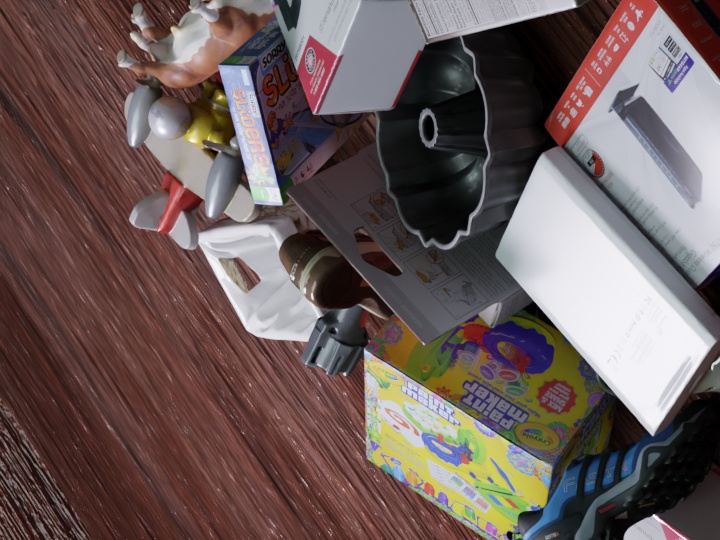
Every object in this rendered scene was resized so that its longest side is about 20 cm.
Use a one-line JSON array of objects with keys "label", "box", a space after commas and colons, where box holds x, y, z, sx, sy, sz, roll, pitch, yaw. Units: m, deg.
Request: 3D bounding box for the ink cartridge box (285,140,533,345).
[{"label": "ink cartridge box", "box": [0.058, -0.031, 1.458, 0.200, 0.175, 0.045, 48, 151, 24]}]

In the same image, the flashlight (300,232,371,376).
[{"label": "flashlight", "box": [0.015, 0.008, 1.597, 0.067, 0.068, 0.202, 26, 112, 1]}]

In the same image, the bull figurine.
[{"label": "bull figurine", "box": [-0.145, -0.239, 1.624, 0.199, 0.121, 0.066, -32, 56, 35]}]

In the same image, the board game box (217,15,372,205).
[{"label": "board game box", "box": [-0.049, -0.167, 1.491, 0.034, 0.200, 0.137, 5, 126, 30]}]

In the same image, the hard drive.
[{"label": "hard drive", "box": [0.193, 0.016, 1.304, 0.200, 0.027, 0.133, 50, 146, 22]}]

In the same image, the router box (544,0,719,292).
[{"label": "router box", "box": [0.235, -0.099, 1.213, 0.180, 0.049, 0.200, 54, 153, 14]}]

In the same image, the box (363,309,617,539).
[{"label": "box", "box": [0.116, 0.133, 1.513, 0.199, 0.122, 0.194, 31, 151, 21]}]

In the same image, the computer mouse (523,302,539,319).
[{"label": "computer mouse", "box": [0.120, 0.047, 1.575, 0.140, 0.046, 0.201, 24, 147, 39]}]

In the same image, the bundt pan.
[{"label": "bundt pan", "box": [0.087, -0.121, 1.385, 0.201, 0.075, 0.205, 27, 120, 59]}]

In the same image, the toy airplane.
[{"label": "toy airplane", "box": [-0.179, -0.127, 1.733, 0.198, 0.202, 0.141, -12, 150, 28]}]

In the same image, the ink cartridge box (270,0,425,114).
[{"label": "ink cartridge box", "box": [-0.016, -0.254, 1.386, 0.146, 0.082, 0.202, 117, 139, -51]}]

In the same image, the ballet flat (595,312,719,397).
[{"label": "ballet flat", "box": [0.259, 0.077, 1.333, 0.068, 0.063, 0.199, 63, 154, -6]}]

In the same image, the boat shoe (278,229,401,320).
[{"label": "boat shoe", "box": [0.003, -0.006, 1.499, 0.075, 0.201, 0.075, 37, 103, 33]}]

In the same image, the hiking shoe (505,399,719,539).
[{"label": "hiking shoe", "box": [0.211, 0.168, 1.367, 0.087, 0.200, 0.075, 42, 170, 41]}]

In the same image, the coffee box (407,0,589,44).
[{"label": "coffee box", "box": [0.124, -0.234, 1.204, 0.199, 0.114, 0.080, 0, 118, 62]}]

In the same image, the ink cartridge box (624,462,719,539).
[{"label": "ink cartridge box", "box": [0.286, 0.263, 1.451, 0.145, 0.084, 0.202, 36, 147, 41]}]

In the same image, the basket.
[{"label": "basket", "box": [-0.060, -0.016, 1.741, 0.199, 0.123, 0.137, -2, 120, 61]}]
